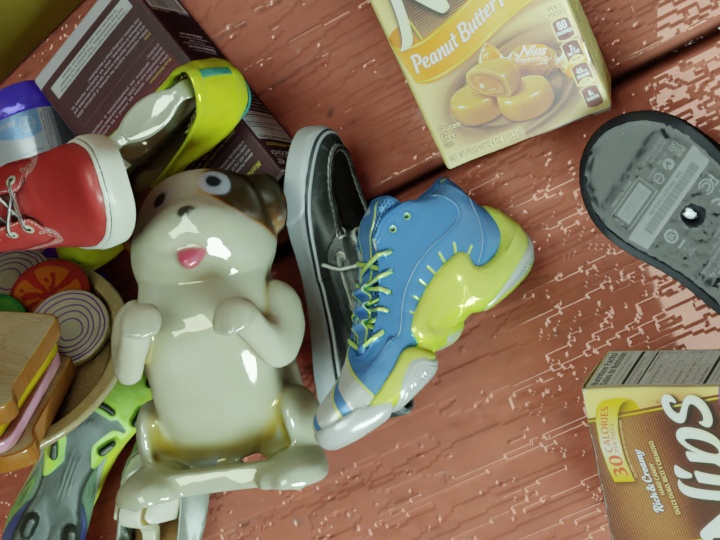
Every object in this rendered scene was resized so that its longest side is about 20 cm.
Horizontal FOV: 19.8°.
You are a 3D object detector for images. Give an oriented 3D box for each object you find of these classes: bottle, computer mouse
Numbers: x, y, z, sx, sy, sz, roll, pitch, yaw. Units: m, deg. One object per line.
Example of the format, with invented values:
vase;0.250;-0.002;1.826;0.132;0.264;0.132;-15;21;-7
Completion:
bottle;-0.229;-0.033;1.498;0.083;0.065;0.201;-21;78;24
computer mouse;0.221;-0.019;1.272;0.200;0.053;0.139;43;109;12

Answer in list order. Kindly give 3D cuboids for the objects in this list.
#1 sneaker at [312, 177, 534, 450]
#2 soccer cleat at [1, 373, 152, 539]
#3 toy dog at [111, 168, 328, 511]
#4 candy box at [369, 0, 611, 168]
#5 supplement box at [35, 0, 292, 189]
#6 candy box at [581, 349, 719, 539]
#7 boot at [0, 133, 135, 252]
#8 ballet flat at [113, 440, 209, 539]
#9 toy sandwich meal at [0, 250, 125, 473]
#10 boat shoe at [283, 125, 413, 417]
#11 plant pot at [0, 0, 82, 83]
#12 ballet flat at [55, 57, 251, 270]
sneaker;0.017;0.019;1.309;0.105;0.200;0.076;46;153;-2
soccer cleat;-0.205;0.131;1.478;0.064;0.084;0.201;23;92;-16
toy dog;-0.087;0.033;1.340;0.139;0.194;0.202;-6;99;19
candy box;0.068;-0.176;1.289;0.115;0.055;0.201;-20;113;15
supplement box;-0.129;-0.100;1.451;0.109;0.061;0.200;-47;68;20
candy box;0.240;0.109;1.227;0.199;0.056;0.117;-2;113;29
boot;-0.233;-0.034;1.310;0.200;0.143;0.073;-9;95;63
ballet flat;-0.146;0.190;1.446;0.067;0.064;0.202;5;90;29
toy sandwich meal;-0.248;0.050;1.358;0.203;0.071;0.206;-7;45;7
boat shoe;-0.001;0.000;1.371;0.068;0.073;0.201;-9;84;32
plant pot;-0.352;-0.235;1.510;0.200;0.176;0.201;-41;70;21
ballet flat;-0.157;-0.073;1.393;0.200;0.067;0.067;-42;71;24
